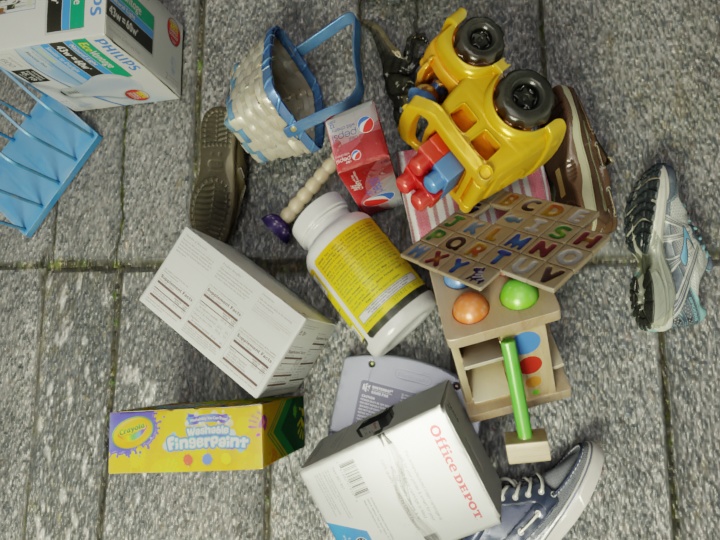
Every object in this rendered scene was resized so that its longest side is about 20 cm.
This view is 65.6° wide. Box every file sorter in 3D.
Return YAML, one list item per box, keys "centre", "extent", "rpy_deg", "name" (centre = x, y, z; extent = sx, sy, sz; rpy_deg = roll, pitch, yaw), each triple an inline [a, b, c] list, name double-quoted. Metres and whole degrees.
- centre: [-0.540, -0.186, 0.869]
  extent: [0.138, 0.123, 0.202]
  rpy_deg: [37, 90, 15]
  name: "file sorter"

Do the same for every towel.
- centre: [0.153, -0.107, 0.754]
  extent: [0.193, 0.030, 0.151]
  rpy_deg: [-11, 81, 3]
  name: "towel"

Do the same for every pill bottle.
- centre: [0.000, 0.000, 0.734]
  extent: [0.112, 0.112, 0.201]
  rpy_deg: [-40, 77, 3]
  name: "pill bottle"

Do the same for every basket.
- centre: [-0.083, -0.254, 0.765]
  extent: [0.196, 0.139, 0.181]
  rpy_deg: [-22, 49, 27]
  name: "basket"

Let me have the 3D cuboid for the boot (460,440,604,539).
- centre: [0.203, 0.274, 0.670]
  extent: [0.089, 0.073, 0.203]
  rpy_deg: [33, 90, 9]
  name: "boot"

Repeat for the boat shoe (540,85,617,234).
- centre: [0.288, -0.140, 0.728]
  extent: [0.072, 0.075, 0.210]
  rpy_deg: [-2, 79, -13]
  name: "boat shoe"

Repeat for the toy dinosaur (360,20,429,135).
- centre: [0.064, -0.299, 0.805]
  extent: [0.086, 0.047, 0.206]
  rpy_deg: [-22, 74, 14]
  name: "toy dinosaur"

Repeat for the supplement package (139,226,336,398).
- centre: [-0.151, 0.057, 0.734]
  extent: [0.198, 0.156, 0.112]
  rpy_deg: [35, 90, 14]
  name: "supplement package"

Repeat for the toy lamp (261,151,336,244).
- centre: [-0.060, -0.132, 0.796]
  extent: [0.058, 0.058, 0.201]
  rpy_deg: [41, 90, 14]
  name: "toy lamp"

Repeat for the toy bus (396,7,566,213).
- centre: [0.110, -0.172, 0.672]
  extent: [0.190, 0.136, 0.202]
  rpy_deg: [-35, 80, -9]
  name: "toy bus"

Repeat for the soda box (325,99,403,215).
- centre: [0.010, -0.131, 0.707]
  extent: [0.062, 0.200, 0.072]
  rpy_deg: [-17, 79, 7]
  name: "soda box"

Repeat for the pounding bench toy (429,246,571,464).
- centre: [0.161, 0.086, 0.619]
  extent: [0.120, 0.159, 0.203]
  rpy_deg: [-16, 38, 8]
  name: "pounding bench toy"

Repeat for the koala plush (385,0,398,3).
- centre: [0.084, -0.497, 0.790]
  extent: [0.198, 0.184, 0.179]
  rpy_deg: [-36, 85, -18]
  name: "koala plush"

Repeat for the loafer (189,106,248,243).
- centre: [-0.199, -0.131, 0.822]
  extent: [0.074, 0.067, 0.207]
  rpy_deg: [13, 99, 17]
  name: "loafer"

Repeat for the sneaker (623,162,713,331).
- centre: [0.382, -0.028, 0.691]
  extent: [0.083, 0.078, 0.208]
  rpy_deg: [1, 88, -1]
  name: "sneaker"

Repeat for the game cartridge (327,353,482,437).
- centre: [0.061, 0.184, 0.733]
  extent: [0.194, 0.041, 0.138]
  rpy_deg: [12, 87, 13]
  name: "game cartridge"

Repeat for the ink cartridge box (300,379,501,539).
- centre: [0.050, 0.245, 0.664]
  extent: [0.197, 0.084, 0.148]
  rpy_deg: [-29, 92, 19]
  name: "ink cartridge box"

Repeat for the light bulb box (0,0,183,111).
- centre: [-0.397, -0.342, 0.825]
  extent: [0.193, 0.198, 0.129]
  rpy_deg: [-3, 82, 12]
  name: "light bulb box"

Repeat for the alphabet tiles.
- centre: [0.164, -0.035, 0.629]
  extent: [0.166, 0.008, 0.198]
  rpy_deg: [-36, 34, -22]
  name: "alphabet tiles"

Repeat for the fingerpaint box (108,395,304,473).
- centre: [-0.186, 0.206, 0.713]
  extent: [0.193, 0.167, 0.076]
  rpy_deg: [-5, 80, 10]
  name: "fingerpaint box"
